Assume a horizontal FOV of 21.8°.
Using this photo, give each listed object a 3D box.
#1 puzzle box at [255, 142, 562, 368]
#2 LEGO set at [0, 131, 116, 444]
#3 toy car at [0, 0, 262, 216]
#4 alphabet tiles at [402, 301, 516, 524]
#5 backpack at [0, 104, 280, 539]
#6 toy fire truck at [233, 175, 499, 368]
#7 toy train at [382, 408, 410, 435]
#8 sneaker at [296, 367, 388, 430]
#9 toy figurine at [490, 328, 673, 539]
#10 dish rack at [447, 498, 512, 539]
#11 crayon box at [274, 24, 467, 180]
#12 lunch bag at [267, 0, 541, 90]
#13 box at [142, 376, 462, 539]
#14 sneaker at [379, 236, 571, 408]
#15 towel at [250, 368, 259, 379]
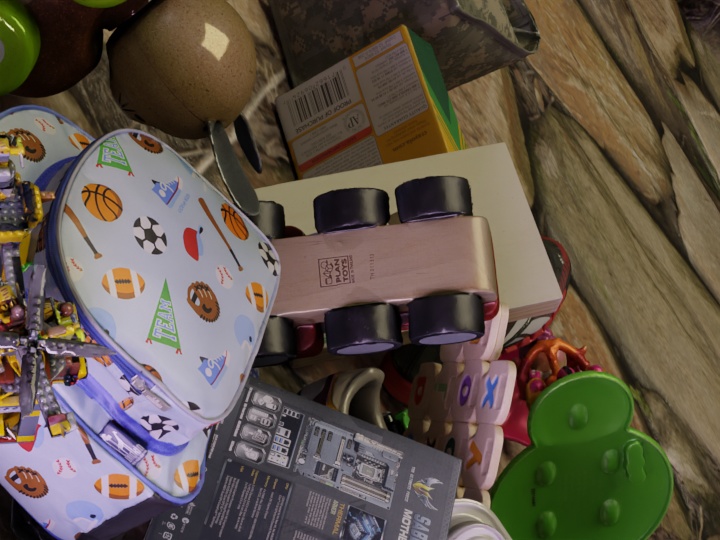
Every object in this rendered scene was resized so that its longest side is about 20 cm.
[{"bbox_3d":[0.028,-0.014,1.321,0.025,0.199,0.133,106,-30,-61],"label":"puzzle box"},{"bbox_3d":[-0.200,-0.001,0.741,0.199,0.116,0.154,4,56,-15],"label":"LEGO set"},{"bbox_3d":[-0.126,-0.118,1.093,0.200,0.158,0.164,50,14,-17],"label":"toy car"},{"bbox_3d":[0.059,0.119,1.210,0.015,0.196,0.201,13,82,-14],"label":"alphabet tiles"},{"bbox_3d":[-0.144,0.018,0.920,0.190,0.154,0.200,37,34,-17],"label":"backpack"},{"bbox_3d":[0.000,0.000,1.193,0.200,0.175,0.129,54,29,-76],"label":"toy fire truck"},{"bbox_3d":[0.062,0.189,1.332,0.200,0.042,0.056,63,11,2],"label":"toy train"},{"bbox_3d":[0.004,0.157,1.162,0.075,0.090,0.201,20,46,-60],"label":"sneaker"},{"bbox_3d":[0.149,0.108,1.492,0.184,0.150,0.201,-110,-169,-54],"label":"toy figurine"},{"bbox_3d":[0.062,0.254,1.087,0.200,0.172,0.044,56,-19,-17],"label":"dish rack"},{"bbox_3d":[0.021,-0.069,1.430,0.052,0.125,0.201,28,40,-56],"label":"crayon box"},{"bbox_3d":[0.044,-0.206,1.596,0.200,0.164,0.118,21,48,-60],"label":"lunch bag"},{"bbox_3d":[-0.037,0.153,0.995,0.157,0.051,0.200,21,39,-4],"label":"box"},{"bbox_3d":[0.097,0.023,1.415,0.071,0.098,0.200,39,54,21],"label":"sneaker"},{"bbox_3d":[-0.104,0.043,1.149,0.145,0.024,0.200,50,24,-31],"label":"towel"}]
